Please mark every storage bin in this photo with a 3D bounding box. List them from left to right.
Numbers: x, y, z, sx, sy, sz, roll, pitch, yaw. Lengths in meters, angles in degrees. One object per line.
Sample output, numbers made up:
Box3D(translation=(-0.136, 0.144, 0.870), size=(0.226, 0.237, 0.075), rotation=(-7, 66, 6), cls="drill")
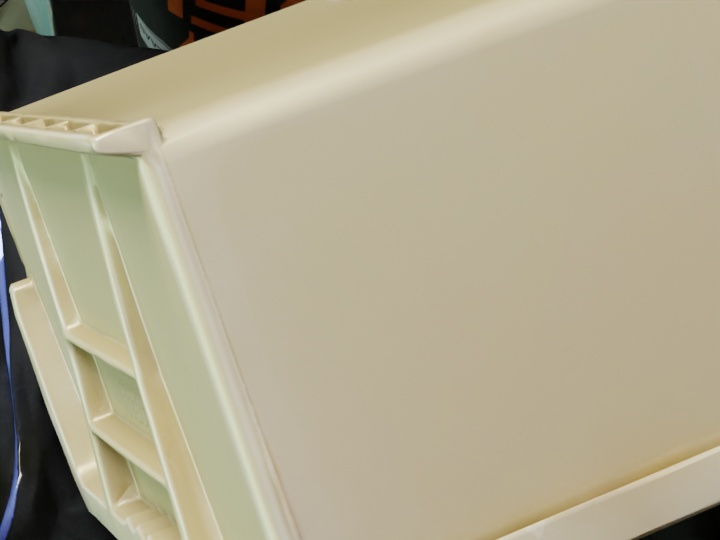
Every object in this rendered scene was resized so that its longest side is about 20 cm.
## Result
Box3D(translation=(0.036, -0.018, 0.530), size=(0.199, 0.200, 0.094), rotation=(-166, 56, -74), cls="storage bin")

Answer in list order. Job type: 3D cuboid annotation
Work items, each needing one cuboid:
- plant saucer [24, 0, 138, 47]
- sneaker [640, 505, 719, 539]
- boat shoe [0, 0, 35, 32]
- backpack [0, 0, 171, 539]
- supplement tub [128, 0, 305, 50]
Box3D(translation=(-0.066, -0.138, 0.809), size=(0.201, 0.039, 0.201), rotation=(13, -90, -74), cls="plant saucer")
Box3D(translation=(0.079, 0.012, 0.708), size=(0.076, 0.091, 0.200), rotation=(4, -100, -64), cls="sneaker")
Box3D(translation=(-0.089, -0.116, 0.994), size=(0.065, 0.200, 0.073), rotation=(-52, -41, -59), cls="boat shoe")
Box3D(translation=(-0.077, 0.050, 0.715), size=(0.191, 0.154, 0.200), rotation=(128, 149, -47), cls="backpack")
Box3D(translation=(-0.009, -0.107, 0.737), size=(0.123, 0.122, 0.200), rotation=(57, 164, 38), cls="supplement tub")
